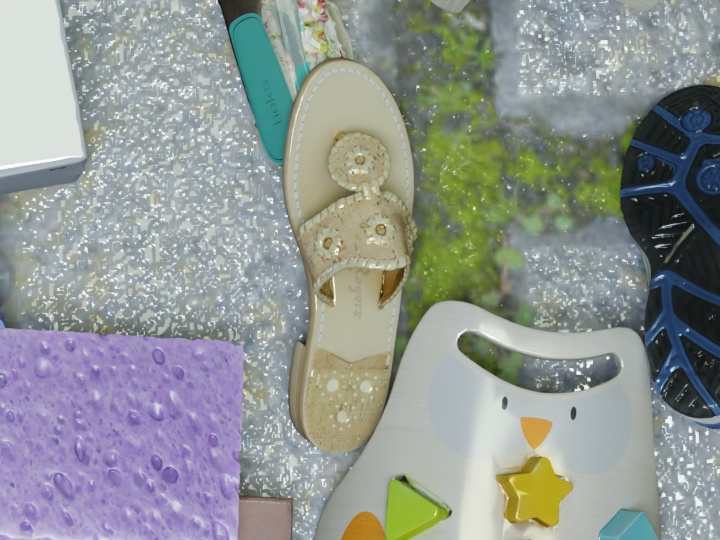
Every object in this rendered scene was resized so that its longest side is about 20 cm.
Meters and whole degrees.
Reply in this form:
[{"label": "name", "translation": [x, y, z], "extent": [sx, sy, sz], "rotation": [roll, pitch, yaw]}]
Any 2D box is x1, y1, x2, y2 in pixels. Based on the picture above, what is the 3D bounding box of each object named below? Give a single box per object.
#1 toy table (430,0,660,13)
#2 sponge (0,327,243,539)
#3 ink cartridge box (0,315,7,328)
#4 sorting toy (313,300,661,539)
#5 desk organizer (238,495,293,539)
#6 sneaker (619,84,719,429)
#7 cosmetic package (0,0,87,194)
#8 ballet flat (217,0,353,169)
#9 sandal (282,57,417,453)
[{"label": "toy table", "translation": [0.086, -0.225, 1.210], "extent": [0.199, 0.184, 0.118], "rotation": [18, 66, 0]}, {"label": "sponge", "translation": [-0.159, 0.086, 1.149], "extent": [0.198, 0.030, 0.112], "rotation": [4, 69, -12]}, {"label": "ink cartridge box", "translation": [-0.269, -0.017, 1.191], "extent": [0.119, 0.042, 0.201], "rotation": [-25, 93, -10]}, {"label": "sorting toy", "translation": [0.083, 0.112, 1.209], "extent": [0.198, 0.107, 0.182], "rotation": [8, 87, -10]}, {"label": "desk organizer", "translation": [-0.136, 0.155, 1.187], "extent": [0.198, 0.072, 0.078], "rotation": [4, 80, -12]}, {"label": "sneaker", "translation": [0.186, -0.006, 1.260], "extent": [0.075, 0.077, 0.202], "rotation": [-3, 69, 17]}, {"label": "cosmetic package", "translation": [-0.195, -0.144, 1.180], "extent": [0.071, 0.101, 0.202], "rotation": [-10, 88, -10]}, {"label": "ballet flat", "translation": [-0.042, -0.150, 1.234], "extent": [0.064, 0.075, 0.202], "rotation": [-16, 94, -41]}, {"label": "sandal", "translation": [0.005, 0.000, 1.191], "extent": [0.077, 0.070, 0.214], "rotation": [-4, 106, -27]}]
